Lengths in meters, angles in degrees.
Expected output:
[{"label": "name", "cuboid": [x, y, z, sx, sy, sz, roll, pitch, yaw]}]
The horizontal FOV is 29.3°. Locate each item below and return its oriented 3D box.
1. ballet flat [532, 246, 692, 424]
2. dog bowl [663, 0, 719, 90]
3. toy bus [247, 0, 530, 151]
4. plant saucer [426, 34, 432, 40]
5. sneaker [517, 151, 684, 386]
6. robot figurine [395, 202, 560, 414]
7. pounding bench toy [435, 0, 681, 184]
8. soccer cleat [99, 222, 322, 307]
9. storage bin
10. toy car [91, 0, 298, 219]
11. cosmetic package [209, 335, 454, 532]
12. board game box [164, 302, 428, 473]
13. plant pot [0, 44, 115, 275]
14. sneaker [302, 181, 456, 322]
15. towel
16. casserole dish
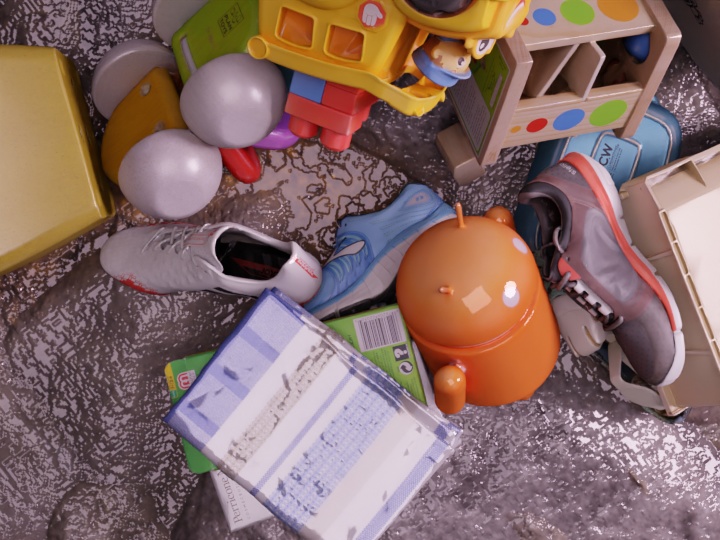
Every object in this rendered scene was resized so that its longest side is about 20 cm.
[{"label": "ballet flat", "cuboid": [0.215, 0.059, 1.167, 0.200, 0.074, 0.074, 38, 92, -12]}, {"label": "dog bowl", "cuboid": [0.297, -0.232, 1.102, 0.079, 0.200, 0.200, -31, 94, 3]}, {"label": "toy bus", "cuboid": [0.019, -0.175, 0.996, 0.200, 0.136, 0.192, 19, 113, 16]}, {"label": "plant saucer", "cuboid": [0.094, -0.279, 1.178, 0.200, 0.032, 0.200, 0, 93, -2]}, {"label": "sneaker", "cuboid": [0.183, 0.009, 1.095, 0.082, 0.077, 0.200, -23, 83, -24]}, {"label": "robot figurine", "cuboid": [0.095, 0.035, 1.106, 0.144, 0.200, 0.117, -37, 53, -6]}, {"label": "pounding bench toy", "cuboid": [0.153, -0.160, 1.130, 0.156, 0.200, 0.124, -11, 59, -17]}, {"label": "soccer cleat", "cuboid": [-0.129, -0.012, 1.142, 0.200, 0.085, 0.069, 10, 69, 16]}, {"label": "storage bin", "cuboid": [0.320, -0.011, 1.139, 0.200, 0.094, 0.199, -24, 94, -22]}, {"label": "toy car", "cuboid": [-0.116, -0.135, 1.122, 0.150, 0.175, 0.200, 21, 124, -40]}, {"label": "cosmetic package", "cuboid": [-0.032, 0.137, 1.176, 0.200, 0.085, 0.108, -21, 91, -1]}, {"label": "board game box", "cuboid": [-0.052, 0.096, 1.120, 0.200, 0.030, 0.096, -14, 89, -3]}, {"label": "plant pot", "cuboid": [-0.302, -0.085, 1.098, 0.176, 0.200, 0.200, -14, 94, -4]}, {"label": "sneaker", "cuboid": [0.000, 0.000, 1.183, 0.200, 0.078, 0.090, -37, 56, 12]}, {"label": "towel", "cuboid": [-0.037, 0.126, 1.097, 0.200, 0.024, 0.147, 38, 91, 2]}, {"label": "casserole dish", "cuboid": [0.207, -0.070, 1.192, 0.121, 0.039, 0.200, 20, 92, -3]}]
